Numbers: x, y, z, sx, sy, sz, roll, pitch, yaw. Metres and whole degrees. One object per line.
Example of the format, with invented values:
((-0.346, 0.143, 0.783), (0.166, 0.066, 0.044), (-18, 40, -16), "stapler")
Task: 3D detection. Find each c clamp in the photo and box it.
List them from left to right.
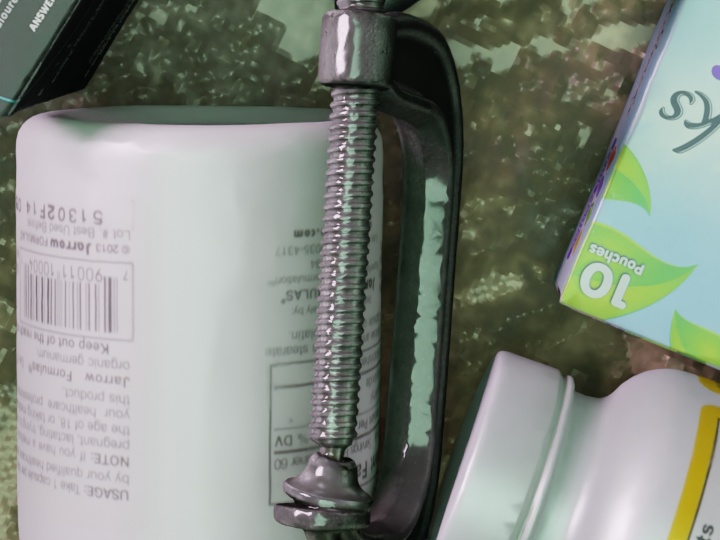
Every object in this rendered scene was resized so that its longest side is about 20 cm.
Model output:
((0.000, 0.000, 0.705), (0.027, 0.171, 0.201), (3, 94, 15), "c clamp")

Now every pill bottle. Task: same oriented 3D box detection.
((-0.050, 0.051, 0.769), (0.114, 0.114, 0.201), (1, 97, 2), "pill bottle")
((0.122, 0.098, 0.769), (0.199, 0.112, 0.113), (20, 98, 0), "pill bottle")

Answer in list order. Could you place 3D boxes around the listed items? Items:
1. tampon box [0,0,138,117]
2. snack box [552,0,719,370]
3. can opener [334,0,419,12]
((-0.138, -0.164, 0.738), (0.200, 0.126, 0.150), (34, 97, -2), "tampon box")
((0.163, -0.058, 0.777), (0.142, 0.053, 0.201), (22, 98, 0), "snack box")
((0.062, -0.150, 0.774), (0.200, 0.079, 0.063), (-47, 132, 10), "can opener")
